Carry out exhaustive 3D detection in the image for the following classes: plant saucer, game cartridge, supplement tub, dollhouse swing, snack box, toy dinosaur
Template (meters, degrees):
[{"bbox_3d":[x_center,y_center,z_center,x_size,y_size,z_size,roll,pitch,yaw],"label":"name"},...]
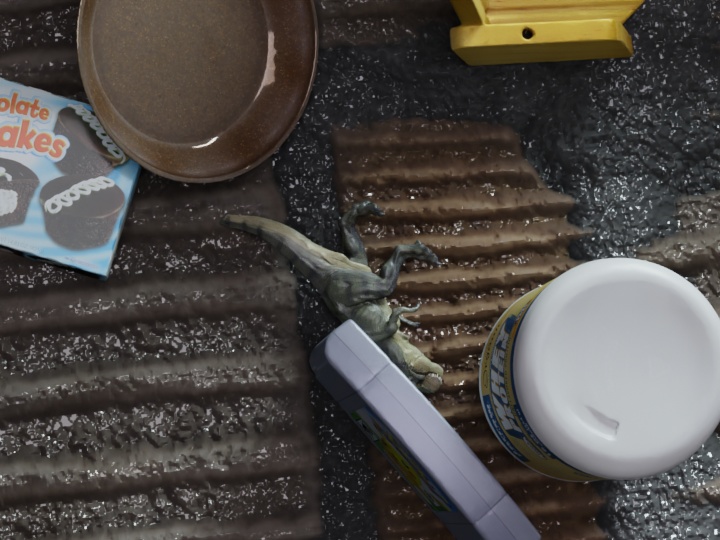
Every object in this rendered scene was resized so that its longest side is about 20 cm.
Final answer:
[{"bbox_3d":[-0.120,-0.163,1.383,0.200,0.037,0.201,-6,100,-36],"label":"plant saucer"},{"bbox_3d":[0.041,0.122,1.355,0.040,0.133,0.200,-41,89,-13],"label":"game cartridge"},{"bbox_3d":[0.161,0.073,1.340,0.144,0.200,0.145,1,83,-6],"label":"supplement tub"},{"bbox_3d":[0.128,-0.265,1.388,0.181,0.176,0.201,-4,83,-6],"label":"dollhouse swing"},{"bbox_3d":[-0.260,-0.077,1.392,0.199,0.037,0.117,16,81,-4],"label":"snack box"},{"bbox_3d":[0.000,0.000,1.411,0.200,0.047,0.088,43,88,3],"label":"toy dinosaur"}]
